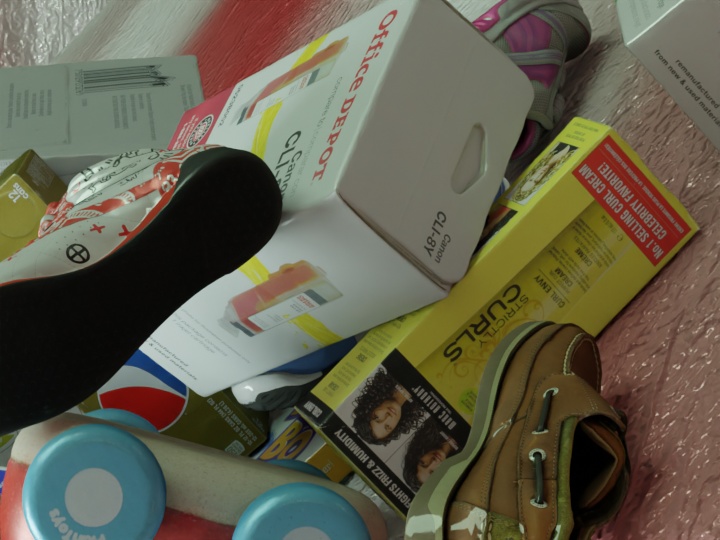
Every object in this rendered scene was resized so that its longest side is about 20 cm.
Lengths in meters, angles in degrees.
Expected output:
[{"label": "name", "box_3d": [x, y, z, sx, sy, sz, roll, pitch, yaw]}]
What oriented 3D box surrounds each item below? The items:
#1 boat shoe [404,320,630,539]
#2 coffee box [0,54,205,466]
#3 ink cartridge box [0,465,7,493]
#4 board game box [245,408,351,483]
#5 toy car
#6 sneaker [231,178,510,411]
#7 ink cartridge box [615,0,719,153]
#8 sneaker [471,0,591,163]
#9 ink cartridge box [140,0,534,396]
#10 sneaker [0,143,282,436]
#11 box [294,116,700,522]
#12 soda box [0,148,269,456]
[{"label": "boat shoe", "box_3d": [0.081, 0.082, 1.026, 0.068, 0.072, 0.200, -6, 26, 22]}, {"label": "coffee box", "box_3d": [-0.184, -0.004, 1.485, 0.199, 0.199, 0.200, -4, 20, -4]}, {"label": "ink cartridge box", "box_3d": [-0.216, 0.140, 1.261, 0.199, 0.037, 0.095, 3, 43, 32]}, {"label": "board game box", "box_3d": [-0.037, 0.104, 1.324, 0.200, 0.030, 0.096, -40, 16, 5]}, {"label": "toy car", "box_3d": [-0.093, 0.176, 1.121, 0.184, 0.176, 0.201, 179, 107, -86]}, {"label": "sneaker", "box_3d": [0.000, 0.000, 1.321, 0.200, 0.077, 0.076, -42, 21, -26]}, {"label": "ink cartridge box", "box_3d": [0.229, -0.169, 1.242, 0.200, 0.084, 0.146, -40, 16, 16]}, {"label": "sneaker", "box_3d": [0.081, -0.107, 1.474, 0.081, 0.089, 0.200, -34, -4, 41]}, {"label": "ink cartridge box", "box_3d": [-0.024, -0.038, 1.235, 0.200, 0.083, 0.146, -23, 35, 45]}, {"label": "sneaker", "box_3d": [-0.136, 0.009, 1.137, 0.201, 0.067, 0.108, -35, 18, -19]}, {"label": "box", "box_3d": [0.065, 0.023, 1.185, 0.200, 0.075, 0.050, -45, 18, -5]}, {"label": "soda box", "box_3d": [-0.140, 0.032, 1.351, 0.068, 0.200, 0.064, -41, 11, 11]}]
